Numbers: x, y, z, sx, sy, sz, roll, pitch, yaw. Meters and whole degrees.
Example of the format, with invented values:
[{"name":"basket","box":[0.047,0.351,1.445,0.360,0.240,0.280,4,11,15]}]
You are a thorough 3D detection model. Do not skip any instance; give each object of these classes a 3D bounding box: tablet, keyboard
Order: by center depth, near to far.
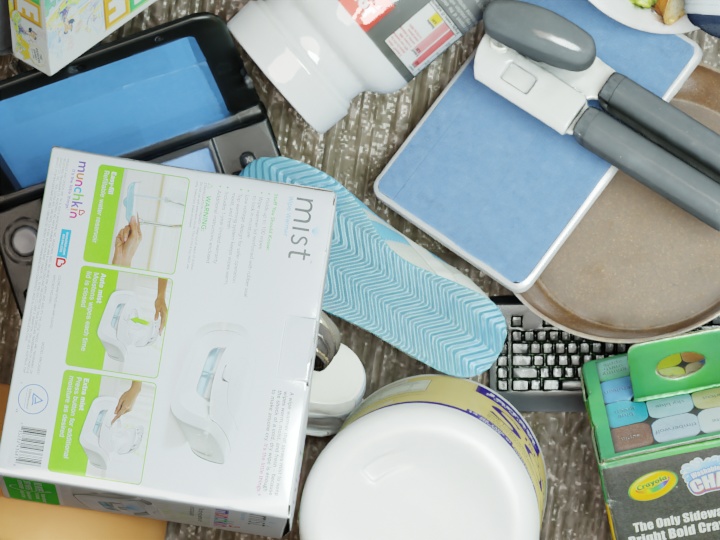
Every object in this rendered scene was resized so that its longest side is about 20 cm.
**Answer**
[{"name":"tablet","box":[0.113,-0.096,1.675,0.130,0.014,0.200,35,83,23]},{"name":"keyboard","box":[0.183,0.029,1.704,0.199,0.021,0.128,-1,91,3]}]

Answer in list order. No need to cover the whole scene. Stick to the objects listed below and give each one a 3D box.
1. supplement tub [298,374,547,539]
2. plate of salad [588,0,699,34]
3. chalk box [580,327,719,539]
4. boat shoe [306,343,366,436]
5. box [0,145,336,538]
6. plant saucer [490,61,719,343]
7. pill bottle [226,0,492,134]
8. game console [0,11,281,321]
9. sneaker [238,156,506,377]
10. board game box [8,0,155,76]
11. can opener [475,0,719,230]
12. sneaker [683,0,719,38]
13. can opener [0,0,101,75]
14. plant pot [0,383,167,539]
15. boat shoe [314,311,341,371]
[{"name":"supplement tub","box":[0.043,0.143,1.621,0.144,0.200,0.146,1,96,6]},{"name":"plate of salad","box":[0.199,-0.250,1.645,0.199,0.048,0.201,-2,94,-28]},{"name":"chalk box","box":[0.209,0.119,1.617,0.124,0.124,0.201,-11,117,4]},{"name":"boat shoe","box":[-0.097,0.066,1.700,0.199,0.069,0.072,7,53,-4]},{"name":"box","box":[-0.113,0.044,1.553,0.175,0.097,0.201,8,76,-3]},{"name":"plant saucer","box":[0.179,-0.041,1.661,0.199,0.035,0.201,-7,64,15]},{"name":"pill bottle","box":[0.020,-0.186,1.661,0.200,0.116,0.116,-41,89,3]},{"name":"game console","box":[-0.151,-0.050,1.675,0.199,0.116,0.177,-18,90,4]},{"name":"sneaker","box":[0.000,0.000,1.675,0.200,0.081,0.077,37,89,-6]},{"name":"board game box","box":[-0.140,-0.227,1.615,0.034,0.135,0.200,29,51,25]},{"name":"can opener","box":[0.157,-0.100,1.607,0.200,0.067,0.053,33,79,15]},{"name":"sneaker","box":[0.290,-0.118,1.647,0.199,0.070,0.109,8,95,-21]},{"name":"can opener","box":[-0.213,-0.171,1.645,0.067,0.200,0.054,-25,61,-4]},{"name":"plant pot","box":[-0.205,0.162,1.657,0.199,0.200,0.141,21,75,3]},{"name":"boat shoe","box":[-0.112,0.033,1.644,0.199,0.075,0.074,18,70,7]}]
